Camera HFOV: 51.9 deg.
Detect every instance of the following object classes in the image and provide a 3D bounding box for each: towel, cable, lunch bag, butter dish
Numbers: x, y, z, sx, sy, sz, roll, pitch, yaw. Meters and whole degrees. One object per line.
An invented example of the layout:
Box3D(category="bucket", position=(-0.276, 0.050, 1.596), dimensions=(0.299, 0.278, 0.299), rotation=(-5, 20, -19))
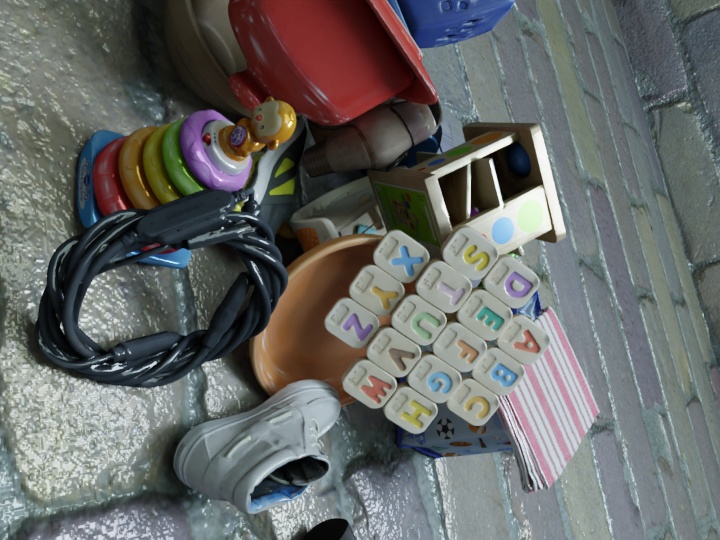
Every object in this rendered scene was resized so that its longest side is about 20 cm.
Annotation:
Box3D(category="towel", position=(0.200, 0.135, 0.822), dimensions=(0.200, 0.030, 0.147), rotation=(-27, 94, -53))
Box3D(category="cable", position=(-0.156, 0.021, 0.591), dimensions=(0.200, 0.051, 0.164), rotation=(-27, 137, -23))
Box3D(category="lunch bag", position=(0.142, 0.120, 0.913), dimensions=(0.124, 0.170, 0.201), rotation=(31, 52, -46))
Box3D(category="butter dish", position=(-0.054, -0.201, 0.668), dimensions=(0.200, 0.148, 0.199), rotation=(50, 0, -23))

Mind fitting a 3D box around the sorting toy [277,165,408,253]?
Box3D(category="sorting toy", position=(0.000, 0.000, 0.846), dimensions=(0.200, 0.107, 0.181), rotation=(-40, 114, -54))

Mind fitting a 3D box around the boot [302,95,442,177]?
Box3D(category="boot", position=(0.015, -0.160, 0.796), dimensions=(0.200, 0.146, 0.070), rotation=(-89, 156, -56))

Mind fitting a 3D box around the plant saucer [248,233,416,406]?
Box3D(category="plant saucer", position=(-0.022, 0.050, 0.743), dimensions=(0.200, 0.200, 0.037), rotation=(34, 6, -42))

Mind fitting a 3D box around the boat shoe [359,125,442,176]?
Box3D(category="boat shoe", position=(0.044, -0.164, 0.902), dimensions=(0.084, 0.200, 0.069), rotation=(31, 77, -19))

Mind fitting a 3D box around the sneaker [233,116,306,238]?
Box3D(category="sneaker", position=(-0.103, -0.092, 0.777), dimensions=(0.200, 0.074, 0.085), rotation=(-67, 147, -45))

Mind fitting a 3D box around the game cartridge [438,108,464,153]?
Box3D(category="game cartridge", position=(0.101, -0.205, 1.137), dimensions=(0.200, 0.038, 0.130), rotation=(18, 56, -50))

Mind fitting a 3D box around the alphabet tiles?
Box3D(category="alphabet tiles", position=(0.074, 0.060, 0.708), dimensions=(0.195, 0.200, 0.015), rotation=(34, 11, -11))

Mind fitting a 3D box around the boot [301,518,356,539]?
Box3D(category="boot", position=(-0.038, 0.360, 0.665), dimensions=(0.188, 0.068, 0.201), rotation=(-34, 110, -63))

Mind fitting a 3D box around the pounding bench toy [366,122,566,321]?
Box3D(category="pounding bench toy", position=(0.128, -0.040, 0.784), dimensions=(0.156, 0.124, 0.201), rotation=(-26, 111, -18))

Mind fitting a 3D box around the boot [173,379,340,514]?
Box3D(category="boot", position=(-0.061, 0.160, 0.661), dimensions=(0.200, 0.095, 0.074), rotation=(-16, 119, -51))

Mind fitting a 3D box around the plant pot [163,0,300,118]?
Box3D(category="plant pot", position=(-0.134, -0.238, 0.769), dimensions=(0.201, 0.092, 0.202), rotation=(27, 54, -45))

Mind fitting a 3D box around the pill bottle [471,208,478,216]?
Box3D(category="pill bottle", position=(0.111, -0.089, 0.943), dimensions=(0.112, 0.200, 0.113), rotation=(28, 52, -44))

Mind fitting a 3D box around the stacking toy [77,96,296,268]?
Box3D(category="stacking toy", position=(-0.130, -0.087, 0.605), dimensions=(0.110, 0.200, 0.116), rotation=(19, 58, -49))

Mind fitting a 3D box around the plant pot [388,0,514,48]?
Box3D(category="plant pot", position=(0.086, -0.416, 1.048), dimensions=(0.200, 0.179, 0.201), rotation=(-89, 157, -84))
